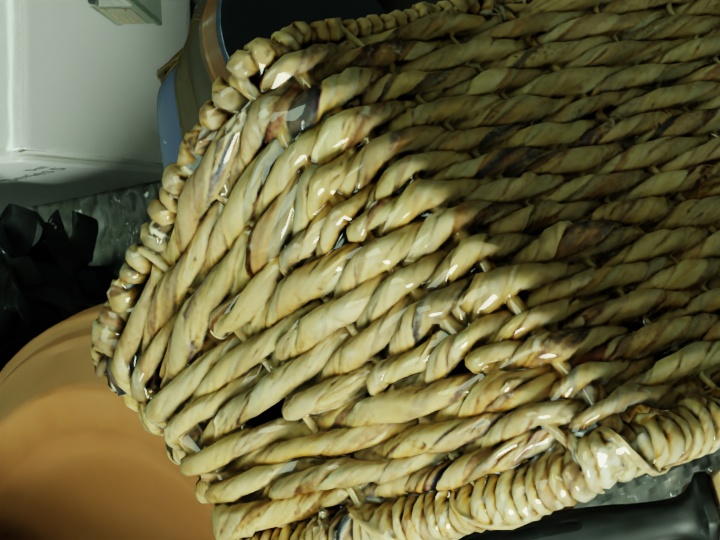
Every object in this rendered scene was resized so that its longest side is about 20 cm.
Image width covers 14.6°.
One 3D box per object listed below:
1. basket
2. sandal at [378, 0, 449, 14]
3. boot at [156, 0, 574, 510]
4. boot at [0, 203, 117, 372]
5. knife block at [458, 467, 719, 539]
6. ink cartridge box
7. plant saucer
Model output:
[{"bbox_3d":[0.050,0.023,0.728,0.149,0.200,0.143,47,128,23],"label":"basket"},{"bbox_3d":[0.015,-0.087,0.881,0.200,0.054,0.082,28,107,43],"label":"sandal"},{"bbox_3d":[0.000,0.000,0.879,0.201,0.075,0.097,66,156,-2],"label":"boot"},{"bbox_3d":[-0.180,0.042,0.971,0.198,0.162,0.074,-32,72,19],"label":"boot"},{"bbox_3d":[0.118,0.073,0.673,0.200,0.175,0.064,-20,80,43],"label":"knife block"},{"bbox_3d":[-0.138,-0.125,1.021,0.145,0.084,0.201,-9,80,46],"label":"ink cartridge box"},{"bbox_3d":[-0.062,0.109,0.874,0.200,0.037,0.201,10,107,36],"label":"plant saucer"}]
